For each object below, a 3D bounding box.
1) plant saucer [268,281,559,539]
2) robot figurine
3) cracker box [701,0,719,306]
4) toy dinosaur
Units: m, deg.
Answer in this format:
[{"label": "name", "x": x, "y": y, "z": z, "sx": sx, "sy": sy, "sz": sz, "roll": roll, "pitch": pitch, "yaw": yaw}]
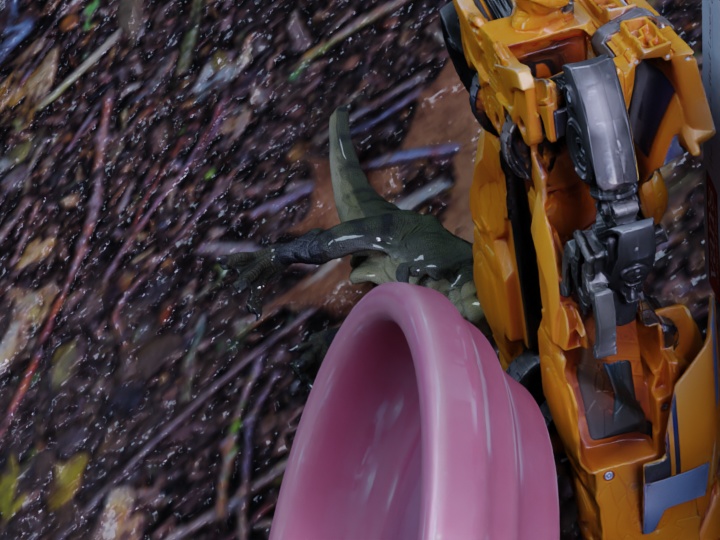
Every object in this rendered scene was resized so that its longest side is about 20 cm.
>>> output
[{"label": "plant saucer", "x": 0.012, "y": 0.106, "z": 0.777, "sx": 0.200, "sy": 0.051, "sz": 0.201, "roll": -169, "pitch": 90, "yaw": -77}, {"label": "robot figurine", "x": 0.070, "y": -0.010, "z": 0.773, "sx": 0.058, "sy": 0.200, "sz": 0.145, "roll": -15, "pitch": 35, "yaw": -11}, {"label": "cracker box", "x": 0.137, "y": -0.015, "z": 0.676, "sx": 0.058, "sy": 0.134, "sz": 0.200, "roll": -7, "pitch": 29, "yaw": -3}, {"label": "toy dinosaur", "x": 0.000, "y": 0.000, "z": 0.972, "sx": 0.088, "sy": 0.048, "sz": 0.200, "roll": -34, "pitch": 33, "yaw": -7}]
